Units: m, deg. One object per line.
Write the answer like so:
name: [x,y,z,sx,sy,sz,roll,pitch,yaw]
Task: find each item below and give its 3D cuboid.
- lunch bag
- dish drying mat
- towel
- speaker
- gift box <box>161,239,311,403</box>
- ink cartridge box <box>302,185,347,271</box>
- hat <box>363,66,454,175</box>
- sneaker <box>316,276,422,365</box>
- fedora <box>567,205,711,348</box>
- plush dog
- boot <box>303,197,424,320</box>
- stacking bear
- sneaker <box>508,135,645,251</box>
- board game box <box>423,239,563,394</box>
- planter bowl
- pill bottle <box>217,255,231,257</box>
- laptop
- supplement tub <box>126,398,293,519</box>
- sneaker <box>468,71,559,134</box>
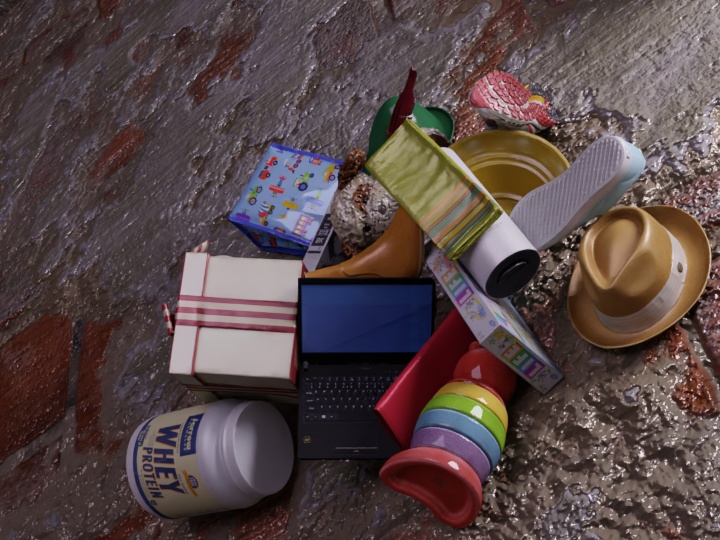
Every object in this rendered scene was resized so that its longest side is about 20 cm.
lunch bag: [-0.088,-0.106,1.888,0.198,0.094,0.152,13,68,44]
dish drying mat: [0.090,0.128,1.466,0.018,0.077,0.200,-4,36,50]
towel: [0.084,-0.101,1.456,0.086,0.018,0.200,-44,53,4]
speaker: [0.135,-0.060,1.466,0.081,0.081,0.201,-41,54,7]
gift box: [-0.158,0.070,1.608,0.184,0.185,0.203,2,67,8]
ink cartridge box: [-0.016,-0.051,1.755,0.039,0.099,0.202,-1,57,43]
hat: [0.035,-0.238,1.808,0.199,0.176,0.167,-31,40,19]
sneaker: [0.021,0.080,1.611,0.201,0.088,0.075,-54,36,-12]
fedora: [0.312,-0.009,1.410,0.199,0.082,0.202,-26,42,26]
plush dog: [0.040,-0.090,1.671,0.169,0.203,0.160,-8,4,-15]
boot: [0.000,0.000,1.511,0.142,0.203,0.071,-2,33,-15]
stacking bear: [0.124,0.177,1.409,0.201,0.121,0.114,-60,5,-37]
sneaker: [0.263,-0.079,1.444,0.199,0.081,0.075,-39,56,34]
board game box: [0.157,0.051,1.464,0.034,0.134,0.201,-44,36,11]
planter bowl: [0.183,-0.082,1.578,0.197,0.084,0.203,-5,56,7]
pill bottle: [-0.196,0.071,1.810,0.109,0.110,0.201,-39,38,10]
laptop: [0.008,0.121,1.480,0.174,0.104,0.203,0,61,-1]
supplement tub: [-0.203,0.254,1.623,0.198,0.145,0.146,-16,46,34]
sneaker: [0.199,-0.211,1.636,0.082,0.199,0.079,-34,69,26]
